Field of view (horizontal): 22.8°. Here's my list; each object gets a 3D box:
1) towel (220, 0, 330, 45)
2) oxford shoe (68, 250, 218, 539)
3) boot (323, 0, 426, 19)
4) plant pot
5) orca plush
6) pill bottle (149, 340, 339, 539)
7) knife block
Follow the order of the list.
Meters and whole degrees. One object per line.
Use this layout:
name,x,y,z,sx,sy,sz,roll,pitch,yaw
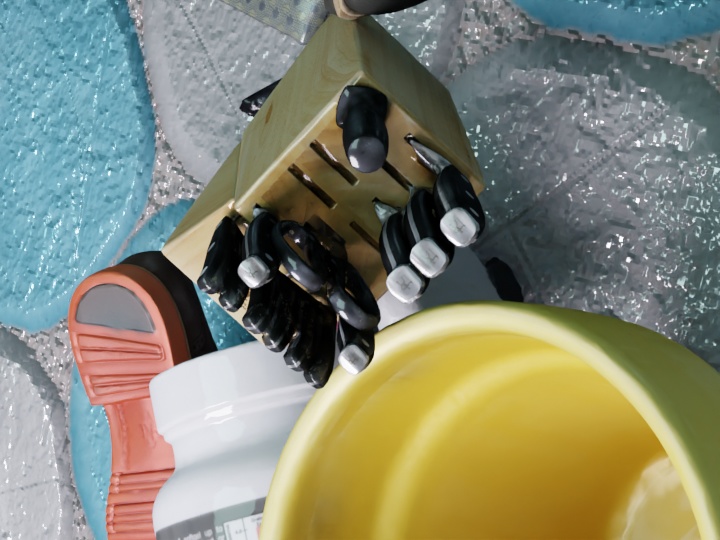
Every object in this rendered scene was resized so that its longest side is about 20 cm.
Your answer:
towel,-0.052,-0.238,0.933,0.199,0.034,0.194,34,111,37
oxford shoe,-0.084,0.088,0.872,0.070,0.072,0.202,-2,105,23
boot,0.094,-0.138,0.692,0.199,0.078,0.138,-37,54,-19
plant pot,0.095,0.116,0.651,0.199,0.188,0.203,-5,83,42
orca plush,0.000,0.000,0.801,0.201,0.105,0.071,52,123,22
pill bottle,-0.026,0.135,0.771,0.115,0.115,0.202,-21,77,38
knife block,0.008,-0.044,0.657,0.175,0.064,0.201,-27,25,54
